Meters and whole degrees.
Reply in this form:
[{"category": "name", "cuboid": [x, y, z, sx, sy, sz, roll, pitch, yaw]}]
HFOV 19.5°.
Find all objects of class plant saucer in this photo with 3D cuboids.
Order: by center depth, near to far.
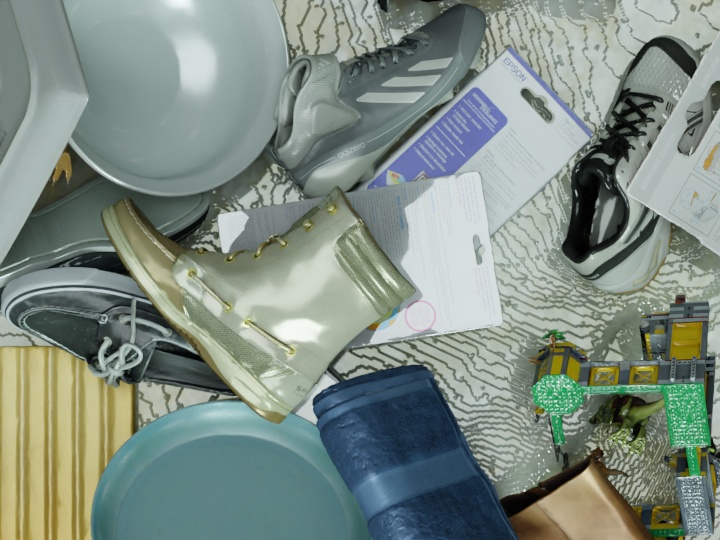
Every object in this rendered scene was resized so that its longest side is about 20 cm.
[{"category": "plant saucer", "cuboid": [-0.090, 0.182, 1.488, 0.200, 0.027, 0.200, 3, 54, -4]}]

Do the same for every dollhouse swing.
[{"category": "dollhouse swing", "cuboid": [-0.257, 0.155, 1.544, 0.200, 0.182, 0.176, 0, 98, 1]}]

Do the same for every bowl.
[{"category": "bowl", "cuboid": [-0.161, -0.152, 1.569, 0.201, 0.090, 0.201, 2, 87, -30]}]

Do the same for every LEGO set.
[{"category": "LEGO set", "cuboid": [0.205, 0.106, 1.558, 0.154, 0.116, 0.200, -10, 122, 19]}]

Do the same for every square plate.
[{"category": "square plate", "cuboid": [-0.261, -0.138, 1.513, 0.028, 0.200, 0.198, 1, 54, -32]}]

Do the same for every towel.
[{"category": "towel", "cuboid": [0.048, 0.163, 1.493, 0.112, 0.049, 0.200, -10, 66, -42]}]

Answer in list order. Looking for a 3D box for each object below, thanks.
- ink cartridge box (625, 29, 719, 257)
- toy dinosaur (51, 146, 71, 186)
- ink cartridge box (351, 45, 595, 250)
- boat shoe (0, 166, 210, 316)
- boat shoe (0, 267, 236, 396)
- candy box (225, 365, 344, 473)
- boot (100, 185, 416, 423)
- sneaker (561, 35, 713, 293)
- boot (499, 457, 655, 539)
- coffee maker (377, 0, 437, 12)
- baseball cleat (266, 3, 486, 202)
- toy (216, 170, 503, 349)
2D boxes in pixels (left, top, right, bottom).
[{"category": "ink cartridge box", "cuboid": [0.312, -0.075, 1.579, 0.200, 0.050, 0.161, 31, 88, -11]}, {"category": "toy dinosaur", "cuboid": [-0.257, -0.119, 1.585, 0.106, 0.060, 0.200, 30, 94, 42]}, {"category": "ink cartridge box", "cuboid": [0.075, -0.068, 1.607, 0.200, 0.039, 0.099, -42, 87, 0]}, {"category": "boat shoe", "cuboid": [-0.206, -0.021, 1.598, 0.200, 0.060, 0.076, -15, 54, 2]}, {"category": "boat shoe", "cuboid": [-0.171, 0.054, 1.568, 0.199, 0.074, 0.068, 16, 46, -15]}, {"category": "candy box", "cuboid": [-0.019, 0.192, 1.578, 0.200, 0.072, 0.168, 44, 89, 2]}, {"category": "boot", "cuboid": [-0.075, -0.011, 1.510, 0.155, 0.072, 0.200, -43, 87, 6]}, {"category": "sneaker", "cuboid": [0.205, -0.084, 1.572, 0.076, 0.088, 0.200, 9, 85, 40]}, {"category": "boot", "cuboid": [0.223, 0.201, 1.521, 0.188, 0.069, 0.200, -25, 114, 41]}, {"category": "coffee maker", "cuboid": [0.105, -0.297, 1.570, 0.200, 0.135, 0.192, -4, 87, 0]}, {"category": "baseball cleat", "cuboid": [0.012, -0.145, 1.571, 0.200, 0.070, 0.106, -51, 119, -15]}, {"category": "toy", "cuboid": [0.000, 0.000, 1.563, 0.200, 0.047, 0.115, -9, 85, 4]}]
